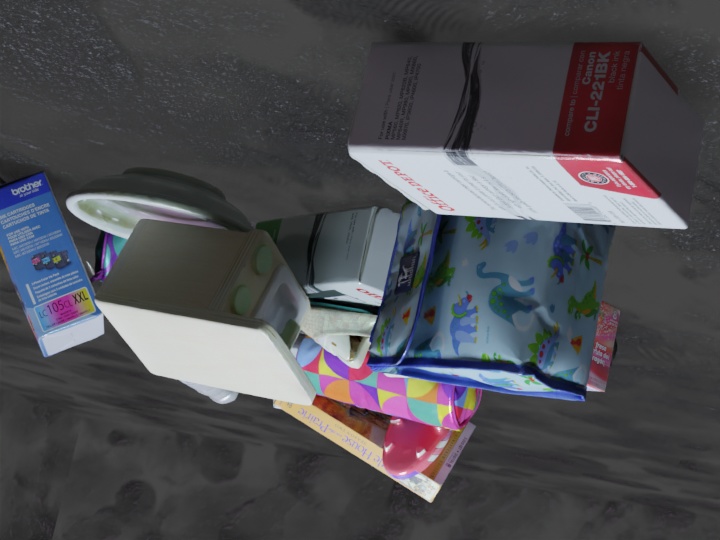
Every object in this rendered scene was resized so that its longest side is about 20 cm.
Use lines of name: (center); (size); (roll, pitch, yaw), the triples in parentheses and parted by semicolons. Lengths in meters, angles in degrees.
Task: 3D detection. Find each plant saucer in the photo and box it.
plant saucer: (-0.192, -0.063, 1.556); (0.200, 0.050, 0.200); (12, 167, 3)

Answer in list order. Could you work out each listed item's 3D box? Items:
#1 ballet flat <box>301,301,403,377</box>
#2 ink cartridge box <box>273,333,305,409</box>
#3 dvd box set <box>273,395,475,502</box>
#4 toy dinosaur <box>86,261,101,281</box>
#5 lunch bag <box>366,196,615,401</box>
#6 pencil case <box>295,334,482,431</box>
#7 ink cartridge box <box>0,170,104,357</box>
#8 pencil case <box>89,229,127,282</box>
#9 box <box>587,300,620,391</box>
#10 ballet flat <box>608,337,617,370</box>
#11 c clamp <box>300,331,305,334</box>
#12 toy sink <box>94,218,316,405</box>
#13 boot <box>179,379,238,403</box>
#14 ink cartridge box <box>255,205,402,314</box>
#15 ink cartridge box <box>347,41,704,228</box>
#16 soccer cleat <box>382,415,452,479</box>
ballet flat: (0.014, 0.071, 1.534); (0.200, 0.062, 0.067); (5, 161, 27)
ink cartridge box: (-0.016, 0.120, 1.942); (0.146, 0.086, 0.200); (11, -169, 7)
dvd box set: (0.018, 0.158, 1.691); (0.200, 0.029, 0.146); (32, -152, 6)
toy dinosaur: (-0.249, -0.001, 1.883); (0.102, 0.077, 0.200); (-10, 152, 32)
lunch bag: (0.100, 0.013, 1.335); (0.200, 0.170, 0.127); (3, 165, 43)
pencil case: (0.032, 0.103, 1.595); (0.200, 0.088, 0.088); (9, 167, 27)
ink cartridge box: (-0.345, -0.019, 1.665); (0.076, 0.200, 0.136); (-20, 172, -12)
pencil case: (-0.191, -0.007, 1.699); (0.200, 0.092, 0.085); (15, 158, -15)
box: (0.168, 0.056, 1.629); (0.200, 0.095, 0.103); (24, 163, -39)
ballet flat: (0.236, 0.099, 1.840); (0.066, 0.057, 0.200); (17, 167, -18)
c clamp: (-0.054, 0.064, 1.802); (0.200, 0.027, 0.171); (3, 164, 42)
toy sink: (-0.127, 0.035, 1.491); (0.200, 0.112, 0.130); (8, 148, 31)
boot: (-0.191, 0.062, 1.780); (0.074, 0.200, 0.096); (-24, 144, 12)
ink cartridge box: (0.000, 0.000, 1.572); (0.147, 0.083, 0.200); (21, 164, -34)
ink cartridge box: (0.113, -0.092, 1.057); (0.200, 0.084, 0.144); (4, 166, 30)
soccer cleat: (0.082, 0.151, 1.647); (0.067, 0.200, 0.076); (6, 138, 25)
